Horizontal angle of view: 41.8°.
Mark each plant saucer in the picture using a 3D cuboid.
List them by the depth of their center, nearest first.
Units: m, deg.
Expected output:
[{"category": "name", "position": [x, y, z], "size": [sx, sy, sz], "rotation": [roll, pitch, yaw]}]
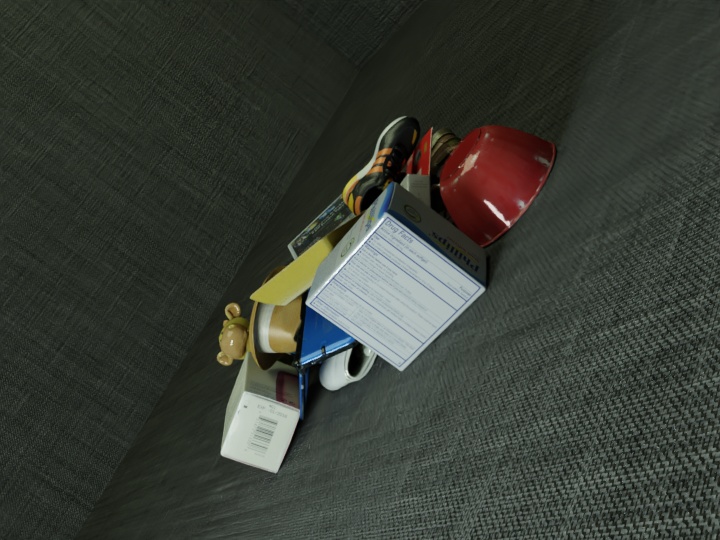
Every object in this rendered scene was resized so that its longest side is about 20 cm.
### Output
[{"category": "plant saucer", "position": [-0.059, -0.018, 1.536], "size": [0.199, 0.049, 0.200], "rotation": [-36, 1, 37]}]

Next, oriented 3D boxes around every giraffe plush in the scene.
[{"category": "giraffe plush", "position": [-0.213, 0.142, 1.908], "size": [0.200, 0.160, 0.174], "rotation": [86, -160, -70]}]

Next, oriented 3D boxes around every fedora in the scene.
[{"category": "fedora", "position": [-0.128, 0.089, 1.693], "size": [0.200, 0.081, 0.203], "rotation": [9, -90, -72]}]

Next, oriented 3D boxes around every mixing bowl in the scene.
[{"category": "mixing bowl", "position": [0.191, -0.145, 1.440], "size": [0.201, 0.108, 0.200], "rotation": [-51, 12, 16]}]

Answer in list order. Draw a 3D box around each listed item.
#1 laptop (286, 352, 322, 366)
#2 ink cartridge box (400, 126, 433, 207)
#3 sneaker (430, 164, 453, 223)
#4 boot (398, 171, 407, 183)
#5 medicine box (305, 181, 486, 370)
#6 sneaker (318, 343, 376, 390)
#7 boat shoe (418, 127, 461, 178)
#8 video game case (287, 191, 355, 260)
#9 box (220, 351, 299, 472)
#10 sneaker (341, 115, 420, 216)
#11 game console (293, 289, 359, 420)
[{"category": "laptop", "position": [-0.052, 0.078, 1.745], "size": [0.178, 0.103, 0.200], "rotation": [-61, 5, -23]}, {"category": "ink cartridge box", "position": [0.084, -0.140, 1.661], "size": [0.200, 0.044, 0.179], "rotation": [133, 138, -77]}, {"category": "sneaker", "position": [0.146, -0.130, 1.629], "size": [0.200, 0.079, 0.079], "rotation": [-45, 17, 41]}, {"category": "boot", "position": [0.024, -0.098, 1.833], "size": [0.200, 0.077, 0.156], "rotation": [-40, -10, -38]}, {"category": "medicine box", "position": [0.053, 0.011, 1.366], "size": [0.200, 0.181, 0.103], "rotation": [-47, 15, 28]}, {"category": "sneaker", "position": [0.004, 0.102, 1.581], "size": [0.115, 0.073, 0.202], "rotation": [-26, 40, 61]}, {"category": "boat shoe", "position": [0.133, -0.165, 1.767], "size": [0.068, 0.071, 0.201], "rotation": [52, 133, 36]}, {"category": "video game case", "position": [-0.042, -0.075, 1.768], "size": [0.200, 0.023, 0.182], "rotation": [-43, 28, 5]}, {"category": "box", "position": [-0.177, 0.251, 1.698], "size": [0.200, 0.108, 0.129], "rotation": [-106, 36, -74]}, {"category": "sneaker", "position": [0.051, -0.175, 1.671], "size": [0.201, 0.070, 0.090], "rotation": [-52, 36, 13]}, {"category": "game console", "position": [-0.048, 0.118, 1.561], "size": [0.169, 0.119, 0.201], "rotation": [-24, 32, 18]}]
